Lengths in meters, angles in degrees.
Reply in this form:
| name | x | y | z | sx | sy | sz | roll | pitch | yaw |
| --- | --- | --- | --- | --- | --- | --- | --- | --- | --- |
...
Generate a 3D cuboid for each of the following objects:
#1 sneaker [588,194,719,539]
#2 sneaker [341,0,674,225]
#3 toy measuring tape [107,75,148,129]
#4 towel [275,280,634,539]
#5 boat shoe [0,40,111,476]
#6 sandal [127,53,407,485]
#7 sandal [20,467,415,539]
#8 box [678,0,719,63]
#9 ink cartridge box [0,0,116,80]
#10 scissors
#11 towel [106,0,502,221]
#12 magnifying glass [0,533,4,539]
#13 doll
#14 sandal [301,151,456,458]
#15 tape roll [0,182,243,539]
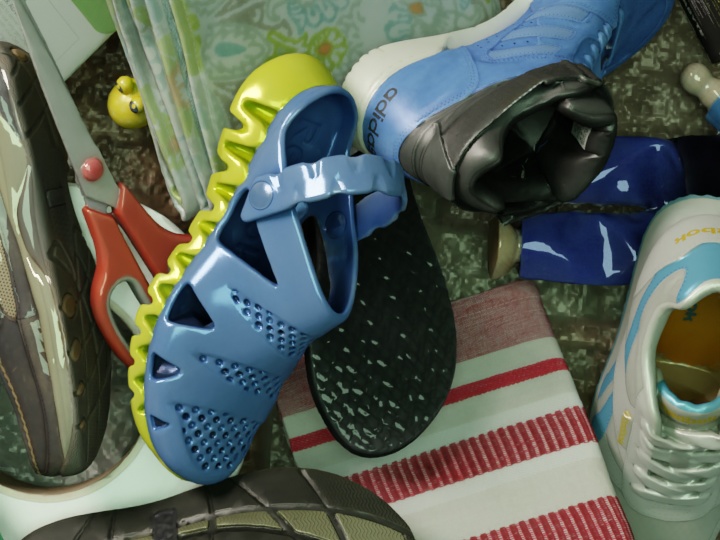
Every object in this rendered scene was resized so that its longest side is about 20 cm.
| name | x | y | z | sx | sy | sz | roll | pitch | yaw |
| --- | --- | --- | --- | --- | --- | --- | --- | --- | --- |
| sneaker | 0.150 | 0.068 | 1.205 | 0.076 | 0.081 | 0.201 | 4 | 120 | 2 |
| sneaker | 0.098 | -0.085 | 1.190 | 0.199 | 0.111 | 0.077 | -23 | 133 | -32 |
| toy measuring tape | -0.040 | -0.133 | 1.228 | 0.200 | 0.074 | 0.074 | -34 | 91 | -2 |
| towel | 0.047 | 0.107 | 1.206 | 0.143 | 0.023 | 0.201 | -17 | 57 | -2 |
| boat shoe | -0.165 | -0.002 | 1.157 | 0.073 | 0.074 | 0.201 | -12 | 88 | 12 |
| sandal | -0.040 | 0.006 | 1.135 | 0.087 | 0.079 | 0.201 | 27 | 102 | 37 |
| sandal | -0.069 | 0.141 | 1.163 | 0.200 | 0.057 | 0.080 | -8 | 46 | 11 |
| box | 0.155 | -0.202 | 1.199 | 0.049 | 0.160 | 0.201 | -28 | 90 | -4 |
| ink cartridge box | -0.178 | -0.135 | 1.201 | 0.200 | 0.059 | 0.104 | -46 | 124 | -11 |
| scissors | -0.121 | -0.031 | 1.134 | 0.073 | 0.014 | 0.200 | -46 | 124 | -15 |
| towel | -0.026 | -0.135 | 1.180 | 0.200 | 0.048 | 0.172 | -32 | 126 | -25 |
| magnifying glass | -0.193 | 0.105 | 1.158 | 0.079 | 0.022 | 0.201 | -16 | 82 | 37 |
| doll | 0.164 | -0.036 | 1.251 | 0.199 | 0.048 | 0.137 | 2 | 77 | -4 |
| sandal | 0.001 | -0.001 | 1.231 | 0.075 | 0.048 | 0.201 | -1 | 66 | -15 |
| tape roll | -0.151 | 0.059 | 1.221 | 0.201 | 0.071 | 0.204 | 0 | 89 | -4 |
